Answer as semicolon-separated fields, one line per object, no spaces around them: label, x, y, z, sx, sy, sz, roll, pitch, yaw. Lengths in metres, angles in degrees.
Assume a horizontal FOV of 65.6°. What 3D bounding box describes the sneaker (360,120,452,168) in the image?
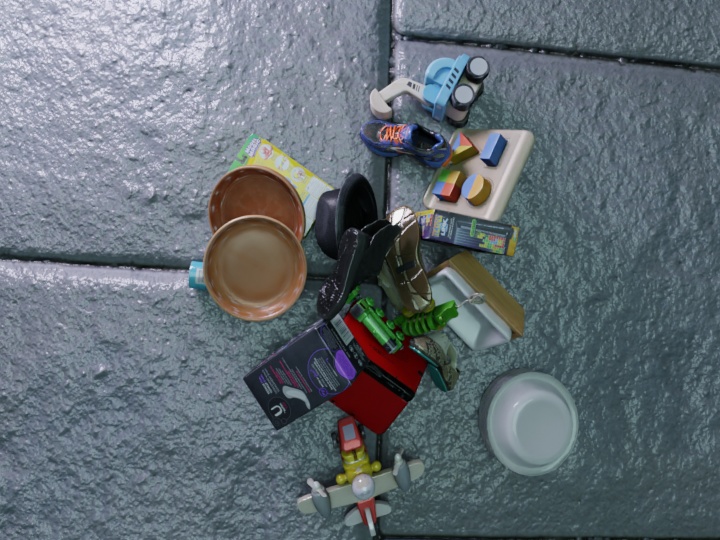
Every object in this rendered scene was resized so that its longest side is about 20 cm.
sneaker;0.091;-0.269;1.122;0.194;0.079;0.078;13;80;13

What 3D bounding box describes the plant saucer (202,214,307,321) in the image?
plant saucer;-0.199;-0.006;1.063;0.193;0.038;0.207;-2;105;-7

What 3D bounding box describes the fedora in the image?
fedora;-0.035;-0.086;1.088;0.089;0.199;0.208;4;87;25

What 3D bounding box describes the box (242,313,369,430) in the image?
box;-0.101;0.186;1.044;0.198;0.106;0.124;-34;91;24

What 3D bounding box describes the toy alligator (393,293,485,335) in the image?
toy alligator;0.139;0.088;1.038;0.196;0.055;0.060;-18;121;34

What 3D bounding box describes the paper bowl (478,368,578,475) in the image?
paper bowl;0.345;0.307;1.129;0.193;0.104;0.208;0;88;-5

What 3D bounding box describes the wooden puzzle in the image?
wooden puzzle;0.222;-0.200;1.100;0.046;0.198;0.189;29;85;-40

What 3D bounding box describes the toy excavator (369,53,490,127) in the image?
toy excavator;0.140;-0.369;1.146;0.196;0.100;0.198;29;83;9

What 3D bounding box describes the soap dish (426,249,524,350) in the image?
soap dish;0.217;0.059;1.104;0.200;0.157;0.081;45;66;-3

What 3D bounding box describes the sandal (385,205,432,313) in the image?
sandal;0.090;-0.019;1.051;0.078;0.054;0.206;-17;77;15

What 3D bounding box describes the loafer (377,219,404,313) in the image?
loafer;0.061;0.000;1.114;0.075;0.067;0.206;-26;99;-37

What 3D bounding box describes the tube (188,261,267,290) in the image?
tube;-0.238;0.022;1.104;0.193;0.051;0.079;9;122;-7

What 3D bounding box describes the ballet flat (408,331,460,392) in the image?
ballet flat;0.152;0.165;1.091;0.076;0.067;0.201;-50;138;-13

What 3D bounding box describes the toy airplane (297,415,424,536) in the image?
toy airplane;0.001;0.411;1.068;0.196;0.141;0.204;31;85;-5

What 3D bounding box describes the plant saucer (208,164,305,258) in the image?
plant saucer;-0.200;-0.103;1.087;0.193;0.032;0.207;4;112;9

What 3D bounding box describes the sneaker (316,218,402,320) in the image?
sneaker;-0.002;-0.001;1.008;0.103;0.059;0.205;14;100;-48

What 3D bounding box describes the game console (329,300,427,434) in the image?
game console;0.017;0.196;1.140;0.197;0.119;0.174;35;54;-4

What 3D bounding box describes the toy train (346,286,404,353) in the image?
toy train;0.011;0.082;1.093;0.201;0.056;0.042;48;117;6

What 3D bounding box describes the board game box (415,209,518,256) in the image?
board game box;0.192;-0.072;1.077;0.160;0.200;0.059;10;93;-5

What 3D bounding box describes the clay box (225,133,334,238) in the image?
clay box;-0.163;-0.169;1.119;0.197;0.048;0.117;35;87;-3
